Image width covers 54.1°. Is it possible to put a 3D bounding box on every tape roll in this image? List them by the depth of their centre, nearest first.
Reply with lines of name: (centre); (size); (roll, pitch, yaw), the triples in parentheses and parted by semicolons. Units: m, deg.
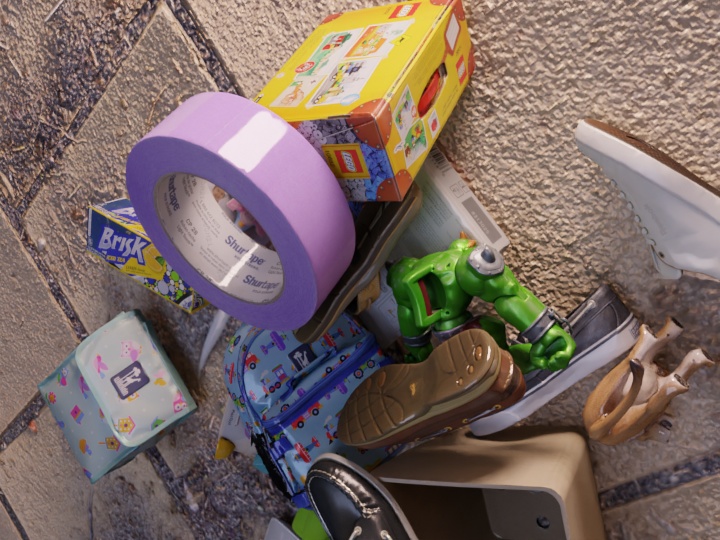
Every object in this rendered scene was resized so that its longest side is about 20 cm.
tape roll: (-0.102, -0.044, 0.600); (0.196, 0.066, 0.203); (25, 143, 20)

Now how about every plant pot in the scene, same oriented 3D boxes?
plant pot: (0.142, 0.251, 0.681); (0.196, 0.176, 0.206); (-8, 102, 35)

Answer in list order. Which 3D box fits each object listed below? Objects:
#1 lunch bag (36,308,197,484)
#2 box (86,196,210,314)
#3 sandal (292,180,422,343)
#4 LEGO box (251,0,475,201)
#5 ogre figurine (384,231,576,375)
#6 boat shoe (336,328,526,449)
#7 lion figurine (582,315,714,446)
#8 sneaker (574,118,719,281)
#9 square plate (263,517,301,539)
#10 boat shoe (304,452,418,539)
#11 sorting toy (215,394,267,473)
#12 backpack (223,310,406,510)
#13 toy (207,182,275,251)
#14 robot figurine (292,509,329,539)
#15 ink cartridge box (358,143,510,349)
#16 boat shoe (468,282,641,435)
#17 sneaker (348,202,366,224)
lunch bag: (-0.335, 0.172, 0.996); (0.198, 0.121, 0.173); (-36, 83, 26)
box: (-0.269, -0.025, 0.925); (0.197, 0.064, 0.072); (26, 118, 22)
sandal: (0.000, 0.000, 0.665); (0.201, 0.053, 0.081); (-50, 33, 23)
LEGO box: (0.000, -0.155, 0.626); (0.145, 0.202, 0.078); (3, 135, 31)
ogre figurine: (0.092, 0.037, 0.639); (0.122, 0.097, 0.199); (61, 165, -15)
boat shoe: (0.056, 0.120, 0.618); (0.067, 0.073, 0.198); (36, 134, -26)
lion figurine: (0.222, 0.105, 0.583); (0.123, 0.197, 0.073); (-53, 56, 25)
sneaker: (0.249, -0.045, 0.586); (0.199, 0.072, 0.086); (40, 119, 14)
square plate: (-0.066, 0.461, 0.969); (0.197, 0.028, 0.202); (32, 120, 20)
boat shoe: (0.015, 0.252, 0.620); (0.200, 0.060, 0.076); (43, 124, 15)
sorting toy: (-0.072, 0.184, 0.862); (0.176, 0.107, 0.204); (21, 116, 4)
backpack: (-0.047, 0.122, 0.750); (0.203, 0.180, 0.134); (59, 165, 2)
toy: (-0.096, -0.074, 0.720); (0.115, 0.047, 0.201); (39, 88, -26)
robot figurine: (0.011, 0.318, 0.810); (0.197, 0.117, 0.176); (19, 160, 40)
ink cartridge box: (0.042, -0.031, 0.749); (0.164, 0.050, 0.200); (52, 136, 7)
boat shoe: (0.170, 0.086, 0.678); (0.199, 0.071, 0.068); (-42, 84, 31)
sneaker: (-0.012, -0.052, 0.712); (0.077, 0.076, 0.202); (30, 130, 0)
